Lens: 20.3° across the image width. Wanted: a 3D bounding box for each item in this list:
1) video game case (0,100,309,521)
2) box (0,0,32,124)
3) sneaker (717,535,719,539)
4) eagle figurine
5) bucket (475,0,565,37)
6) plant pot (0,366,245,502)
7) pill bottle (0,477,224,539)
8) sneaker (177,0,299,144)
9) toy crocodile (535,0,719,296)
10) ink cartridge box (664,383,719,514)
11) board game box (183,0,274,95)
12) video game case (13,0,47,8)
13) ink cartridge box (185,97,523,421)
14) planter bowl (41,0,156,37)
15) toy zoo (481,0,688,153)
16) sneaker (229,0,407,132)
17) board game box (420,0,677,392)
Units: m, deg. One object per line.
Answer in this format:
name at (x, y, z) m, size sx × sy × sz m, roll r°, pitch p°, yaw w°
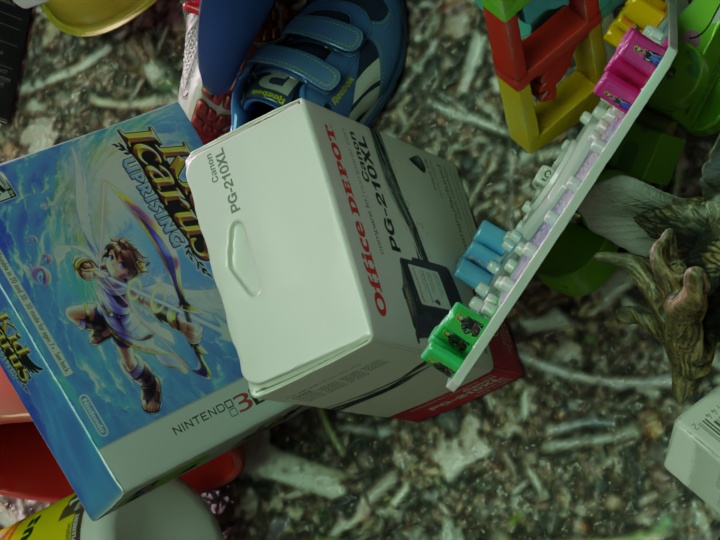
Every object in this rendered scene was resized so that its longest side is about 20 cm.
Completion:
video game case at (-0.127, 0.017, 1.152) m, size 0.045 × 0.181 × 0.201 m, roll -40°, pitch 79°, yaw 45°
box at (-0.315, -0.217, 1.415) m, size 0.148 × 0.107 × 0.202 m, roll 10°, pitch 88°, yaw 30°
sneaker at (0.212, 0.131, 1.082) m, size 0.199 × 0.084 × 0.121 m, roll -32°, pitch 73°, yaw 12°
eagle figurine at (0.222, -0.020, 0.986) m, size 0.200 × 0.152 × 0.151 m, roll -37°, pitch 105°, yaw -14°
bucket at (0.074, -0.243, 1.157) m, size 0.207 × 0.207 × 0.135 m, roll 43°, pitch 94°, yaw 27°
plant pot at (-0.169, 0.037, 1.258) m, size 0.199 × 0.200 × 0.179 m, roll -12°, pitch 66°, yaw 26°
pill bottle at (-0.182, 0.202, 1.261) m, size 0.199 × 0.109 × 0.110 m, roll -29°, pitch 69°, yaw 39°
sneaker at (-0.084, -0.177, 1.309) m, size 0.082 × 0.078 × 0.201 m, roll 6°, pitch 77°, yaw 36°
toy crocodile at (0.162, -0.075, 1.154) m, size 0.062 × 0.067 × 0.201 m, roll 29°, pitch 97°, yaw 30°
ink cartridge box at (0.282, 0.087, 1.005) m, size 0.199 × 0.045 × 0.176 m, roll -33°, pitch 57°, yaw -28°
board game box at (-0.075, -0.205, 1.199) m, size 0.039 × 0.158 × 0.201 m, roll 19°, pitch 60°, yaw 9°
video game case at (-0.107, -0.250, 1.169) m, size 0.181 × 0.023 × 0.201 m, roll -13°, pitch 47°, yaw 37°
ink cartridge box at (0.000, 0.000, 1.154) m, size 0.084 × 0.200 × 0.146 m, roll -25°, pitch 71°, yaw 23°
planter bowl at (-0.177, -0.262, 1.323) m, size 0.200 × 0.083 × 0.202 m, roll -24°, pitch 52°, yaw 35°
toy zoo at (0.128, -0.148, 1.119) m, size 0.131 × 0.200 × 0.020 m, roll -39°, pitch 59°, yaw -13°
sneaker at (-0.030, -0.116, 1.250) m, size 0.074 × 0.082 × 0.201 m, roll 12°, pitch 74°, yaw 29°
board game box at (0.101, -0.051, 1.055) m, size 0.026 × 0.200 × 0.201 m, roll 32°, pitch 107°, yaw -1°
